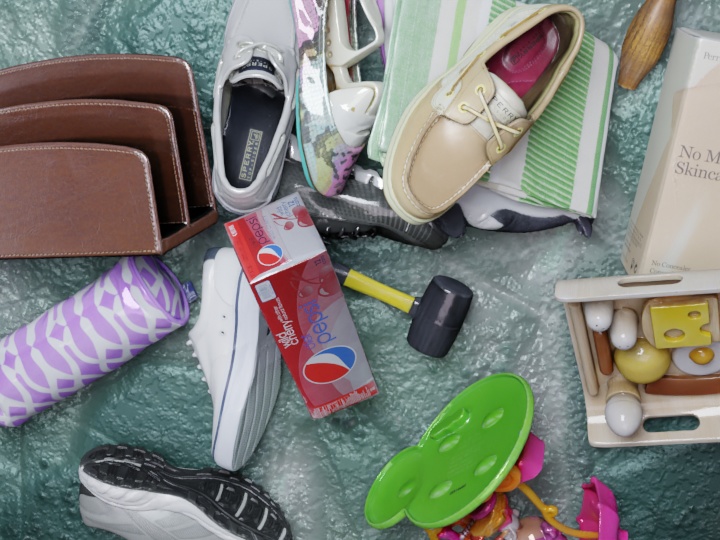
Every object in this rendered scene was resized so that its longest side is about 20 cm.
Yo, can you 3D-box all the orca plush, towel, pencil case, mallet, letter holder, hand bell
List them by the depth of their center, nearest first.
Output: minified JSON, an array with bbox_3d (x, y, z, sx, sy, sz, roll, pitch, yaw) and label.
[{"bbox_3d":[0.106,-0.130,0.925,0.200,0.023,0.153,14,82,-26],"label":"towel"},{"bbox_3d":[0.242,-0.230,0.933,0.104,0.104,0.200,16,119,-3],"label":"hand bell"},{"bbox_3d":[-0.229,-0.090,0.950,0.200,0.101,0.142,-1,107,20],"label":"letter holder"},{"bbox_3d":[0.089,-0.075,0.968,0.200,0.071,0.105,1,87,-29],"label":"orca plush"},{"bbox_3d":[0.000,0.000,1.031,0.200,0.041,0.066,30,107,-3],"label":"mallet"},{"bbox_3d":[-0.241,0.052,1.033,0.200,0.084,0.086,-31,69,9],"label":"pencil case"}]

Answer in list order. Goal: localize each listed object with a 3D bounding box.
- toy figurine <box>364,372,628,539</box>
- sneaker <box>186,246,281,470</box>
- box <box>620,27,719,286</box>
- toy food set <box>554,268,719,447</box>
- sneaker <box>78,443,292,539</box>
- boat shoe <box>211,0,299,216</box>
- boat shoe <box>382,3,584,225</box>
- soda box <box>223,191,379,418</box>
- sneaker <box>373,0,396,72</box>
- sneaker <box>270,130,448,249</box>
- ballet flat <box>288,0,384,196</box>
[{"bbox_3d":[0.134,0.212,1.055,0.184,0.150,0.200,40,127,-19],"label":"toy figurine"},{"bbox_3d":[-0.110,0.072,1.047,0.071,0.073,0.200,16,108,22],"label":"sneaker"},{"bbox_3d":[0.277,-0.084,0.969,0.095,0.078,0.200,8,108,0],"label":"box"},{"bbox_3d":[0.241,0.075,0.982,0.143,0.060,0.200,-5,138,16],"label":"toy food set"},{"bbox_3d":[-0.156,0.219,1.091,0.200,0.074,0.079,18,117,3],"label":"sneaker"},{"bbox_3d":[-0.079,-0.144,0.933,0.072,0.066,0.200,12,79,-2],"label":"boat shoe"},{"bbox_3d":[0.089,-0.118,0.865,0.074,0.066,0.200,41,71,-20],"label":"boat shoe"},{"bbox_3d":[-0.043,0.033,0.967,0.063,0.070,0.200,-24,141,-5],"label":"soda box"},{"bbox_3d":[0.060,-0.185,0.957,0.099,0.075,0.200,-10,115,-1],"label":"sneaker"},{"bbox_3d":[-0.029,-0.048,0.987,0.200,0.066,0.091,26,81,-2],"label":"sneaker"},{"bbox_3d":[-0.015,-0.156,0.915,0.071,0.069,0.200,-3,95,26],"label":"ballet flat"}]
